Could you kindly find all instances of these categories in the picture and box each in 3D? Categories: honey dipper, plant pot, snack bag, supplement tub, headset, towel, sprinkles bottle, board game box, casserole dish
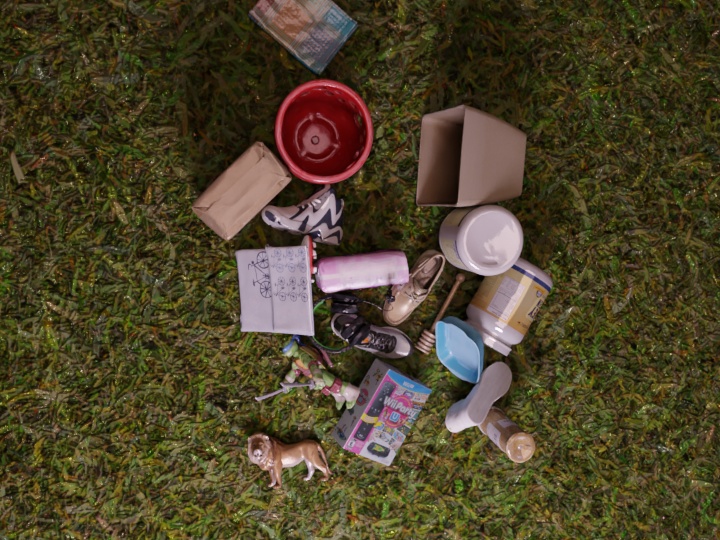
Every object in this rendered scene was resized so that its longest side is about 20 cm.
[{"bbox_3d":[0.187,0.095,1.581,0.038,0.038,0.202,28,88,-11],"label":"honey dipper"},{"bbox_3d":[-0.083,-0.279,1.425,0.197,0.182,0.204,-1,95,-8],"label":"plant pot"},{"bbox_3d":[-0.187,0.041,1.460,0.198,0.021,0.192,1,98,29],"label":"snack bag"},{"bbox_3d":[0.246,-0.235,1.486,0.175,0.200,0.203,2,95,-20],"label":"plant pot"},{"bbox_3d":[0.253,-0.070,1.491,0.143,0.200,0.147,-1,96,-9],"label":"supplement tub"},{"bbox_3d":[-0.019,0.096,1.445,0.198,0.094,0.125,-22,83,-3],"label":"headset"},{"bbox_3d":[0.327,0.075,1.546,0.143,0.144,0.202,30,90,-11],"label":"supplement tub"},{"bbox_3d":[-0.122,-0.538,1.476,0.199,0.022,0.147,38,88,-11],"label":"towel"},{"bbox_3d":[0.323,0.364,1.545,0.067,0.200,0.069,-1,96,-9],"label":"sprinkles bottle"},{"bbox_3d":[0.049,0.319,1.542,0.147,0.064,0.202,30,90,-34],"label":"board game box"},{"bbox_3d":[0.225,0.173,1.530,0.120,0.201,0.039,32,60,30],"label":"casserole dish"}]

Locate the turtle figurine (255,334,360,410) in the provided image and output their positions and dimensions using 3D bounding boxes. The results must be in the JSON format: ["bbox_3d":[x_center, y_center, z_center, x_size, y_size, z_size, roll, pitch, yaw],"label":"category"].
[{"bbox_3d":[-0.112,0.256,1.496,0.193,0.201,0.144,34,124,-15],"label":"turtle figurine"}]

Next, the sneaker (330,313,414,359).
[{"bbox_3d":[0.027,0.155,1.534,0.198,0.079,0.075,21,99,-11],"label":"sneaker"}]

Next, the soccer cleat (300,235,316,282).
[{"bbox_3d":[-0.142,0.015,1.476,0.084,0.069,0.202,7,122,-8],"label":"soccer cleat"}]

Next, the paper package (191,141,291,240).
[{"bbox_3d":[-0.241,-0.158,1.401,0.191,0.200,0.104,-44,100,-3],"label":"paper package"}]

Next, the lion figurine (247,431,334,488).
[{"bbox_3d":[-0.156,0.417,1.546,0.197,0.072,0.124,-3,83,-23],"label":"lion figurine"}]

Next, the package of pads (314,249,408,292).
[{"bbox_3d":[0.000,0.000,1.497,0.197,0.120,0.077,-7,96,-8],"label":"package of pads"}]

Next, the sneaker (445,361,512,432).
[{"bbox_3d":[0.267,0.294,1.595,0.074,0.115,0.200,50,50,1],"label":"sneaker"}]

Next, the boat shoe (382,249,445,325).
[{"bbox_3d":[0.121,0.040,1.548,0.072,0.065,0.201,38,91,-11],"label":"boat shoe"}]

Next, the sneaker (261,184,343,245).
[{"bbox_3d":[-0.114,-0.140,1.472,0.197,0.079,0.131,17,83,-29],"label":"sneaker"}]
